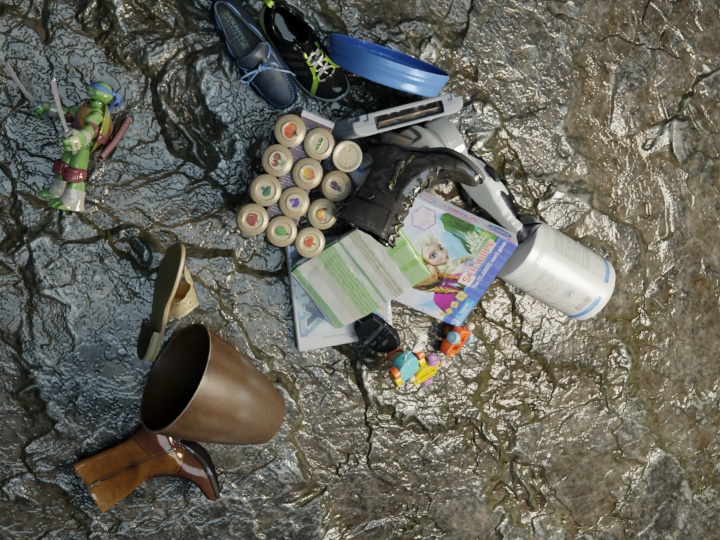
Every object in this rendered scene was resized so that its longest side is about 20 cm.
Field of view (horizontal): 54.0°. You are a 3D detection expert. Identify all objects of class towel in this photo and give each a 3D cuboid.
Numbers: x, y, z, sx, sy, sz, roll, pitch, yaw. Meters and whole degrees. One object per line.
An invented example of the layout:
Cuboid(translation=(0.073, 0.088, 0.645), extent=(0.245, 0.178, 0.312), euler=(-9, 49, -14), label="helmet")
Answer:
Cuboid(translation=(0.000, 0.000, 1.199), extent=(0.200, 0.031, 0.149), euler=(-31, 113, 15), label="towel")

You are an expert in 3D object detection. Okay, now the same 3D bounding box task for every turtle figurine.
Cuboid(translation=(-0.452, -0.196, 1.046), extent=(0.143, 0.200, 0.195), euler=(19, 101, 15), label="turtle figurine")

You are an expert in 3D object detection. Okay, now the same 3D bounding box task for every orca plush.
Cuboid(translation=(0.253, -0.147, 1.277), extent=(0.071, 0.105, 0.200), euler=(-34, 67, -30), label="orca plush")

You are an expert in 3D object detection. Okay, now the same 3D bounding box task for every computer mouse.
Cuboid(translation=(-0.009, 0.080, 1.269), extent=(0.200, 0.034, 0.059), euler=(40, 113, -16), label="computer mouse")

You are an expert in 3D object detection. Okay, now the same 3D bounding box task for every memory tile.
Cuboid(translation=(-0.095, -0.130, 1.113), extent=(0.153, 0.017, 0.201), euler=(22, 94, -20), label="memory tile")

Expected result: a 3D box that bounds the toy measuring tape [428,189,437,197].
Cuboid(translation=(0.139, -0.049, 1.275), extent=(0.073, 0.074, 0.201), euler=(-24, 114, -10), label="toy measuring tape")

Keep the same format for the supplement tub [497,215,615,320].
Cuboid(translation=(0.363, -0.003, 1.326), extent=(0.200, 0.132, 0.132), euler=(28, 92, -19), label="supplement tub")

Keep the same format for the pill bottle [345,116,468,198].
Cuboid(translation=(0.077, -0.177, 1.216), extent=(0.200, 0.114, 0.114), euler=(-30, 108, -8), label="pill bottle")

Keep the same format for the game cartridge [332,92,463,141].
Cuboid(translation=(0.055, -0.255, 1.181), extent=(0.199, 0.133, 0.042), euler=(-18, 98, -18), label="game cartridge")

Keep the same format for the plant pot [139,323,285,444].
Cuboid(translation=(-0.231, 0.215, 1.188), extent=(0.200, 0.187, 0.187), euler=(34, 90, -34), label="plant pot")

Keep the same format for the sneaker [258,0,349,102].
Cuboid(translation=(-0.093, -0.352, 1.147), extent=(0.072, 0.083, 0.200), euler=(-47, 109, -2), label="sneaker")

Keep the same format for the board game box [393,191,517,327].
Cuboid(translation=(0.133, -0.017, 1.223), extent=(0.199, 0.041, 0.200), euler=(23, 121, -11), label="board game box")

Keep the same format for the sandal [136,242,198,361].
Cuboid(translation=(-0.308, 0.056, 1.185), extent=(0.069, 0.078, 0.212), euler=(13, 104, -38), label="sandal")

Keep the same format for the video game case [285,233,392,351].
Cuboid(translation=(-0.036, 0.035, 1.275), extent=(0.182, 0.022, 0.201), euler=(-9, 103, -15), label="video game case")

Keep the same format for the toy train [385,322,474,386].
Cuboid(translation=(0.121, 0.144, 1.304), extent=(0.200, 0.056, 0.150), euler=(3, 124, -52), label="toy train")

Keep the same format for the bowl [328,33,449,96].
Cuboid(translation=(0.042, -0.328, 1.134), extent=(0.200, 0.201, 0.039), euler=(12, 113, -18), label="bowl")

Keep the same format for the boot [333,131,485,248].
Cuboid(translation=(0.077, -0.113, 1.111), extent=(0.199, 0.069, 0.175), euler=(20, 78, 17), label="boot")

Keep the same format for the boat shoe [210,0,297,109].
Cuboid(translation=(-0.178, -0.339, 1.127), extent=(0.084, 0.069, 0.200), euler=(-39, 105, 10), label="boat shoe")

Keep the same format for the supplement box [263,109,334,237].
Cuboid(translation=(-0.115, -0.160, 1.166), extent=(0.061, 0.109, 0.201), euler=(18, 95, -20), label="supplement box")

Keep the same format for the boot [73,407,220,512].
Cuboid(translation=(-0.363, 0.362, 1.223), extent=(0.200, 0.068, 0.189), euler=(-31, 108, -7), label="boot")
